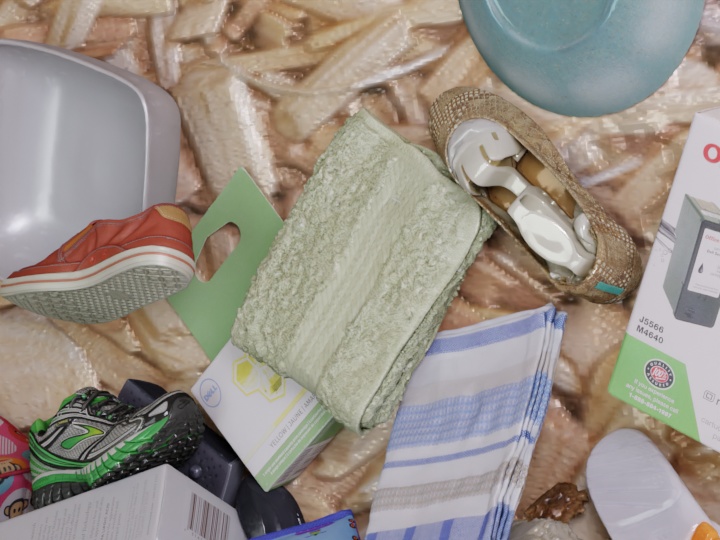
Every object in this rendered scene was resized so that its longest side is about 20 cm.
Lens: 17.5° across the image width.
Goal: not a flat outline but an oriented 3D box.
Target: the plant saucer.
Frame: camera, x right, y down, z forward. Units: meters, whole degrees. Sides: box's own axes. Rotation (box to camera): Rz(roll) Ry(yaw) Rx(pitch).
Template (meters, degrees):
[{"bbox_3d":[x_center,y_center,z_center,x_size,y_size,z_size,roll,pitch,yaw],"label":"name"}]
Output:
[{"bbox_3d":[0.133,-0.199,1.543,0.201,0.039,0.202,10,106,37],"label":"plant saucer"}]

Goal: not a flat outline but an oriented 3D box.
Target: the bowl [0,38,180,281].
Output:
[{"bbox_3d":[-0.218,-0.076,1.827,0.200,0.075,0.200,20,111,33],"label":"bowl"}]

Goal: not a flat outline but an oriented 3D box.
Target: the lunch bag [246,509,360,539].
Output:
[{"bbox_3d":[-0.089,0.261,1.647,0.151,0.199,0.094,-107,12,-57],"label":"lunch bag"}]

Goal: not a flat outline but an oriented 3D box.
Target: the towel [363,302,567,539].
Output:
[{"bbox_3d":[0.065,0.121,1.593,0.147,0.024,0.200,-16,48,45],"label":"towel"}]

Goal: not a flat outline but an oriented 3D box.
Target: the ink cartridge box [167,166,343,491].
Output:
[{"bbox_3d":[-0.080,0.044,1.760,0.200,0.048,0.146,51,126,16],"label":"ink cartridge box"}]

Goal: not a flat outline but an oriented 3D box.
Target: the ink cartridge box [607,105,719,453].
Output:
[{"bbox_3d":[0.257,0.012,1.458,0.145,0.084,0.200,28,116,31],"label":"ink cartridge box"}]

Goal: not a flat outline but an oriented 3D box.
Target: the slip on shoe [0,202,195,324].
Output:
[{"bbox_3d":[-0.194,-0.004,1.743,0.200,0.074,0.061,-18,55,43],"label":"slip on shoe"}]

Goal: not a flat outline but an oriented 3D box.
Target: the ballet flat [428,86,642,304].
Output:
[{"bbox_3d":[0.109,-0.055,1.573,0.200,0.065,0.071,44,111,23],"label":"ballet flat"}]

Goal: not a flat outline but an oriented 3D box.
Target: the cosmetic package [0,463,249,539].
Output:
[{"bbox_3d":[-0.191,0.222,1.783,0.200,0.102,0.074,-24,44,33],"label":"cosmetic package"}]

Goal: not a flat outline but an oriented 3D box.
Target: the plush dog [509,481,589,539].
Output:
[{"bbox_3d":[0.139,0.255,1.591,0.172,0.160,0.200,56,144,-7],"label":"plush dog"}]

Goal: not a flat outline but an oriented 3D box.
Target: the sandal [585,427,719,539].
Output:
[{"bbox_3d":[0.220,0.194,1.550,0.079,0.059,0.207,-38,54,21],"label":"sandal"}]

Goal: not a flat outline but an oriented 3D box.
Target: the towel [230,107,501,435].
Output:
[{"bbox_3d":[0.000,0.000,1.657,0.148,0.036,0.200,34,102,23],"label":"towel"}]

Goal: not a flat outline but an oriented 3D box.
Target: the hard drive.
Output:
[{"bbox_3d":[-0.165,0.197,1.861,0.135,0.042,0.200,36,119,28],"label":"hard drive"}]

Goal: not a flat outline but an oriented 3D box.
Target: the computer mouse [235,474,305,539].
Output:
[{"bbox_3d":[-0.035,0.240,1.762,0.034,0.059,0.200,-32,81,16],"label":"computer mouse"}]

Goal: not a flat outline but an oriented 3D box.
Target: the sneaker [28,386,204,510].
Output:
[{"bbox_3d":[-0.198,0.126,1.796,0.200,0.078,0.085,-24,78,43],"label":"sneaker"}]

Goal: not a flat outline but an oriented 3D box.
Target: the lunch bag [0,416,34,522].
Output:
[{"bbox_3d":[-0.367,0.166,1.916,0.176,0.200,0.082,30,115,34],"label":"lunch bag"}]
